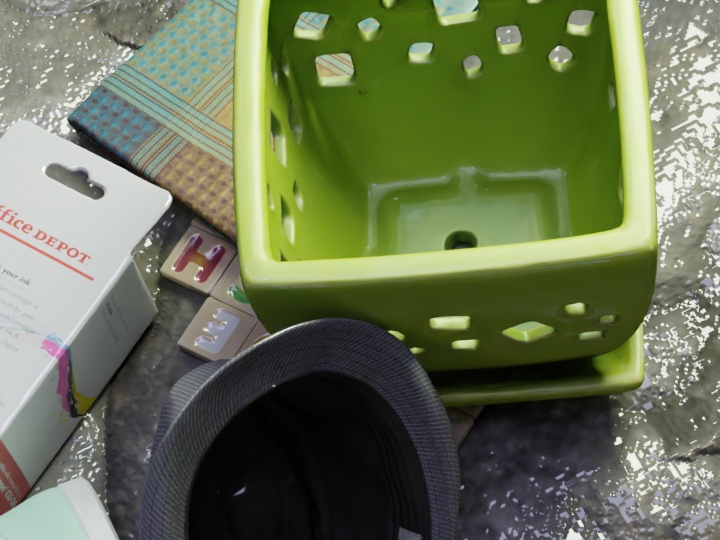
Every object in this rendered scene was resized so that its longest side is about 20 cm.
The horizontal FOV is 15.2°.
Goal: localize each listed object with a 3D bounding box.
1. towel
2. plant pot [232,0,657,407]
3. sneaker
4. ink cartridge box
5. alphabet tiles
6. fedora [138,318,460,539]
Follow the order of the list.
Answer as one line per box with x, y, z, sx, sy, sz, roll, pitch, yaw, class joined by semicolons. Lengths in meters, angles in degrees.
-0.046;-0.113;1.511;0.147;0.022;0.200;35;70;27;towel
0.049;-0.039;1.352;0.198;0.182;0.200;-5;60;7;plant pot
-0.151;0.196;1.309;0.118;0.074;0.201;-24;42;-11;sneaker
-0.190;0.029;1.430;0.116;0.068;0.200;27;69;23;ink cartridge box
0.000;0.000;1.448;0.200;0.008;0.167;24;67;22;alphabet tiles
-0.044;0.109;1.301;0.177;0.200;0.090;-36;30;-21;fedora
